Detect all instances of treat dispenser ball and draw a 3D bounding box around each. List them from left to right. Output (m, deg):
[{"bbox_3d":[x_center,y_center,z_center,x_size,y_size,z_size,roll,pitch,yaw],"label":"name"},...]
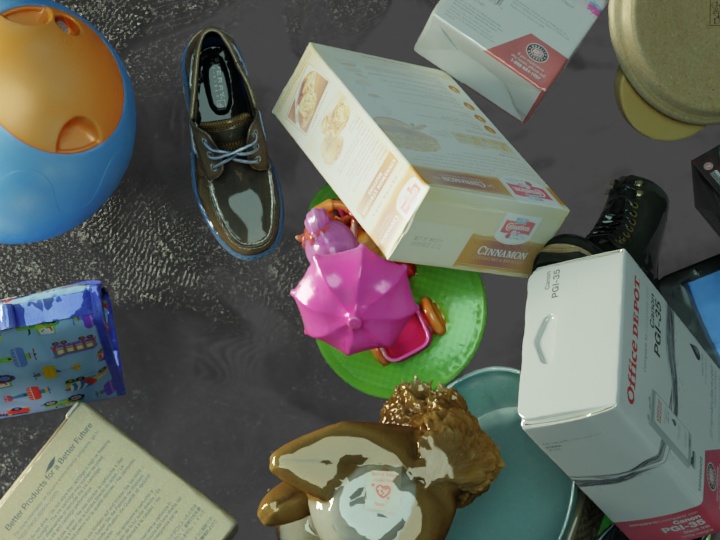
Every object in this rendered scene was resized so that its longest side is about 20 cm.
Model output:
[{"bbox_3d":[-0.280,-0.122,1.707,0.201,0.201,0.201,0,79,-2],"label":"treat dispenser ball"}]

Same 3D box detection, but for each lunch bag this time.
[{"bbox_3d":[-0.271,0.057,1.673,0.150,0.200,0.094,-10,80,-5],"label":"lunch bag"}]

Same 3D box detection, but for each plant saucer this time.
[{"bbox_3d":[0.106,0.178,1.699,0.036,0.200,0.200,20,76,-40],"label":"plant saucer"}]

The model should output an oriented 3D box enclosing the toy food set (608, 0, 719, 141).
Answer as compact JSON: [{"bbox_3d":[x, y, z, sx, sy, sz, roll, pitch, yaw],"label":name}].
[{"bbox_3d":[0.295,-0.217,1.799,0.198,0.049,0.200,-19,103,-19],"label":"toy food set"}]

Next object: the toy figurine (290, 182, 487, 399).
[{"bbox_3d":[0.000,0.000,1.689,0.150,0.184,0.200,-28,77,9],"label":"toy figurine"}]

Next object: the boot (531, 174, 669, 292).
[{"bbox_3d":[0.197,-0.031,1.724,0.077,0.200,0.139,5,74,23],"label":"boot"}]

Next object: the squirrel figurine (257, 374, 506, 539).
[{"bbox_3d":[0.016,0.177,1.674,0.200,0.187,0.142,-33,84,-15],"label":"squirrel figurine"}]

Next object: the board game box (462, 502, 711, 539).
[{"bbox_3d":[0.184,0.226,1.749,0.200,0.030,0.096,14,78,-3],"label":"board game box"}]

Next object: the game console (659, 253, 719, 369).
[{"bbox_3d":[0.370,0.047,1.749,0.200,0.172,0.119,-22,108,-6],"label":"game console"}]

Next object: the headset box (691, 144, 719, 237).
[{"bbox_3d":[0.399,-0.071,1.765,0.200,0.075,0.149,-29,57,-7],"label":"headset box"}]

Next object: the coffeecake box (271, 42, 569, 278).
[{"bbox_3d":[0.047,-0.088,1.695,0.200,0.153,0.073,53,123,40],"label":"coffeecake box"}]

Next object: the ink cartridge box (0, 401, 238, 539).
[{"bbox_3d":[-0.220,0.234,1.706,0.165,0.075,0.200,37,81,6],"label":"ink cartridge box"}]

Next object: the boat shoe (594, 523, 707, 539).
[{"bbox_3d":[0.238,0.218,1.707,0.072,0.068,0.200,44,79,6],"label":"boat shoe"}]

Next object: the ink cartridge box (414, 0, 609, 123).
[{"bbox_3d":[0.149,-0.238,1.800,0.116,0.068,0.200,35,64,3],"label":"ink cartridge box"}]

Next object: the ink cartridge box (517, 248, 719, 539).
[{"bbox_3d":[0.206,0.100,1.631,0.083,0.200,0.147,-14,51,28],"label":"ink cartridge box"}]

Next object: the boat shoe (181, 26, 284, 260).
[{"bbox_3d":[-0.113,-0.107,1.775,0.072,0.072,0.200,-16,80,-5],"label":"boat shoe"}]

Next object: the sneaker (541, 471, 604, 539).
[{"bbox_3d":[0.166,0.150,1.735,0.075,0.070,0.200,6,57,21],"label":"sneaker"}]
